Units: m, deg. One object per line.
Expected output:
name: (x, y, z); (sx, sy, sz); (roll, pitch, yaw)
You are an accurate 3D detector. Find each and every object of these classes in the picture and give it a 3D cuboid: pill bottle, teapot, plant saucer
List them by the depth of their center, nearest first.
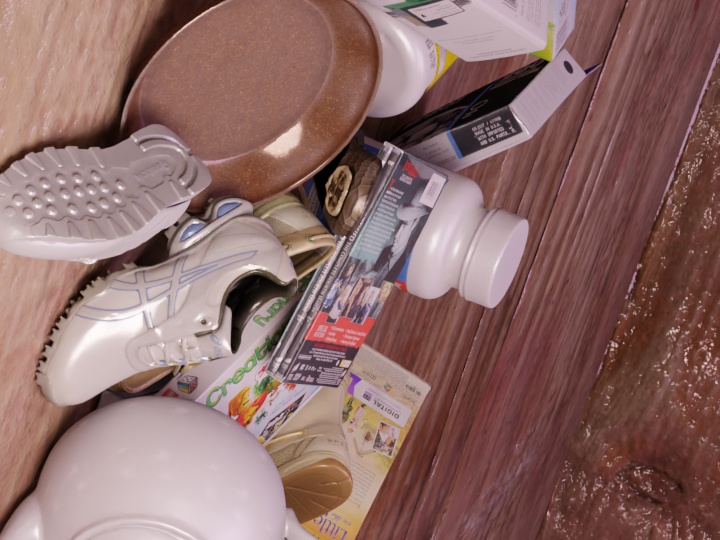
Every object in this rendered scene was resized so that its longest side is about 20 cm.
plant saucer: (-0.080, -0.126, 1.333); (0.200, 0.037, 0.201); (-21, 141, -18)
teapot: (-0.144, 0.198, 1.365); (0.200, 0.197, 0.146); (-33, -155, 21)
pill bottle: (0.045, -0.219, 1.605); (0.200, 0.109, 0.110); (-49, 156, -45)
pill bottle: (0.037, -0.042, 1.648); (0.112, 0.199, 0.112); (-56, 160, -33)

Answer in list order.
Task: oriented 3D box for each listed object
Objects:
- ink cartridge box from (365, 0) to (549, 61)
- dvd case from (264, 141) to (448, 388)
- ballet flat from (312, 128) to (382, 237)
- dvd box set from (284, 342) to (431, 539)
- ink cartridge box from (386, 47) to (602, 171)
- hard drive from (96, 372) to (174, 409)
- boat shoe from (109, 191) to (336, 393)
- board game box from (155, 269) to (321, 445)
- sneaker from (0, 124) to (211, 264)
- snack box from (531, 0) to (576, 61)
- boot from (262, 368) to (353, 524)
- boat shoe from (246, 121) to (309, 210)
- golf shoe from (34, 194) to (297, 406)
ink cartridge box: (0.064, -0.264, 1.473); (0.200, 0.084, 0.147); (23, 67, -50)
dvd case: (0.000, 0.000, 1.522); (0.201, 0.022, 0.146); (-61, 163, 4)
ballet flat: (-0.019, -0.078, 1.448); (0.068, 0.046, 0.200); (-59, -166, 15)
dvd box set: (-0.038, 0.149, 1.740); (0.200, 0.146, 0.029); (-62, -174, -31)
ink cartridge box: (0.107, -0.141, 1.802); (0.044, 0.198, 0.200); (60, 35, -10)
hard drive: (-0.196, 0.182, 1.515); (0.201, 0.026, 0.132); (-70, 163, 10)
boat shoe: (-0.109, 0.025, 1.425); (0.200, 0.063, 0.073); (-39, 146, -9)
board game box: (-0.080, 0.082, 1.552); (0.200, 0.035, 0.127); (-45, 148, -26)
sneaker: (-0.176, -0.034, 1.234); (0.080, 0.077, 0.200); (-42, 167, 30)
snack box: (0.123, -0.289, 1.698); (0.053, 0.142, 0.200); (-56, 161, -30)
boot: (-0.096, 0.157, 1.643); (0.073, 0.199, 0.156); (51, 24, -33)
boat shoe: (-0.084, -0.068, 1.470); (0.070, 0.070, 0.201); (-62, 156, -43)
golf shoe: (-0.133, 0.036, 1.339); (0.200, 0.097, 0.078); (-41, 148, -8)
